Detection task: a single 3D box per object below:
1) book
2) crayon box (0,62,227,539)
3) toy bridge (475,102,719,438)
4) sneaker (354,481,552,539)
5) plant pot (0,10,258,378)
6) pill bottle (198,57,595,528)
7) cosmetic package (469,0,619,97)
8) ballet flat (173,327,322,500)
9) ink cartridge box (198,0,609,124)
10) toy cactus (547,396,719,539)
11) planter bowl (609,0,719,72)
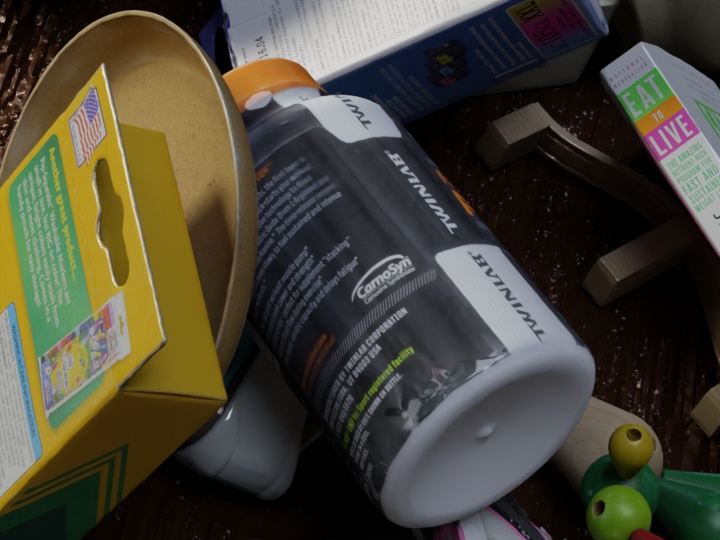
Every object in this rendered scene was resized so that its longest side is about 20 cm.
[{"bbox_3d":[0.192,-0.010,0.987,0.201,0.048,0.134,59,15,16],"label":"book"},{"bbox_3d":[-0.120,0.030,0.814,0.051,0.200,0.126,9,52,-37],"label":"crayon box"},{"bbox_3d":[0.144,-0.006,1.036,0.067,0.027,0.200,-26,69,-32],"label":"toy bridge"},{"bbox_3d":[0.067,0.145,0.890,0.086,0.080,0.201,-9,69,-36],"label":"sneaker"},{"bbox_3d":[-0.099,-0.007,0.859,0.027,0.200,0.201,8,52,-37],"label":"plant pot"},{"bbox_3d":[0.000,0.000,0.849,0.106,0.107,0.200,-20,55,-29],"label":"pill bottle"},{"bbox_3d":[0.049,-0.194,1.105,0.103,0.073,0.201,-10,62,-24],"label":"cosmetic package"},{"bbox_3d":[-0.020,0.023,0.947,0.069,0.070,0.201,28,57,2],"label":"ballet flat"},{"bbox_3d":[0.003,-0.143,0.996,0.199,0.076,0.137,-21,63,14],"label":"ink cartridge box"},{"bbox_3d":[0.141,0.096,0.913,0.199,0.103,0.165,-1,27,-47],"label":"toy cactus"},{"bbox_3d":[0.187,-0.188,1.090,0.134,0.200,0.201,-21,62,1],"label":"planter bowl"}]
